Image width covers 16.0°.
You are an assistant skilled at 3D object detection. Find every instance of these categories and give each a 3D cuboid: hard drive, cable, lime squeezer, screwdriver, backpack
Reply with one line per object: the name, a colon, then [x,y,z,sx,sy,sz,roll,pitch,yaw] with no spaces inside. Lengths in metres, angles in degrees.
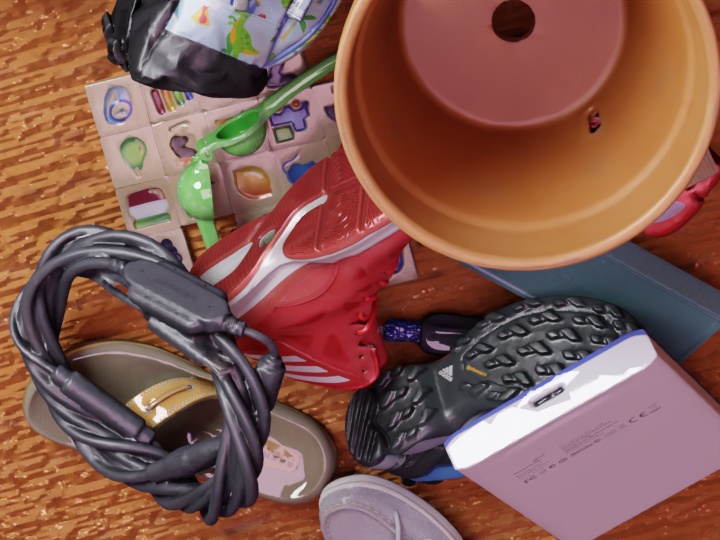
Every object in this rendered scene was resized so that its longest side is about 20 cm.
hard drive: [0.144,0.103,1.513,0.132,0.200,0.025,-31,62,12]
cable: [-0.127,0.061,1.510,0.200,0.051,0.163,24,128,30]
lime squeezer: [-0.066,-0.061,1.527,0.071,0.038,0.200,27,104,0]
screwdriver: [-0.002,0.037,1.567,0.200,0.029,0.028,3,108,-3]
backpack: [-0.056,-0.202,1.439,0.154,0.163,0.200,9,102,-9]

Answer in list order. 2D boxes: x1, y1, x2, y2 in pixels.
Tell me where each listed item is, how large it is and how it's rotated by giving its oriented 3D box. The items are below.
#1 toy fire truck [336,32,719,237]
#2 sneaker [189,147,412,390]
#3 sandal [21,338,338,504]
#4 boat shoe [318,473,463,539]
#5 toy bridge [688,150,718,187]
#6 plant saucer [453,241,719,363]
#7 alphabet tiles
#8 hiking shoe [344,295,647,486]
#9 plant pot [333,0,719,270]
toy fire truck: [0.099,-0.060,1.519,0.200,0.049,0.141,31,105,-10]
sneaker: [0.000,0.000,1.500,0.200,0.078,0.116,-26,132,36]
sandal: [-0.110,0.099,1.581,0.200,0.054,0.080,19,108,-4]
boat shoe: [0.039,0.215,1.599,0.074,0.065,0.202,-22,110,26]
toy bridge: [0.153,-0.140,1.478,0.067,0.027,0.200,-25,84,-27]
plant saucer: [0.129,0.002,1.520,0.200,0.019,0.070,28,127,-23]
alphabet tiles: [-0.049,-0.058,1.553,0.200,0.008,0.167,-13,107,6]
hiking shoe: [0.090,0.073,1.544,0.200,0.074,0.087,-21,149,25]
plant pot: [0.085,-0.116,1.373,0.200,0.140,0.200,0,111,-1]
